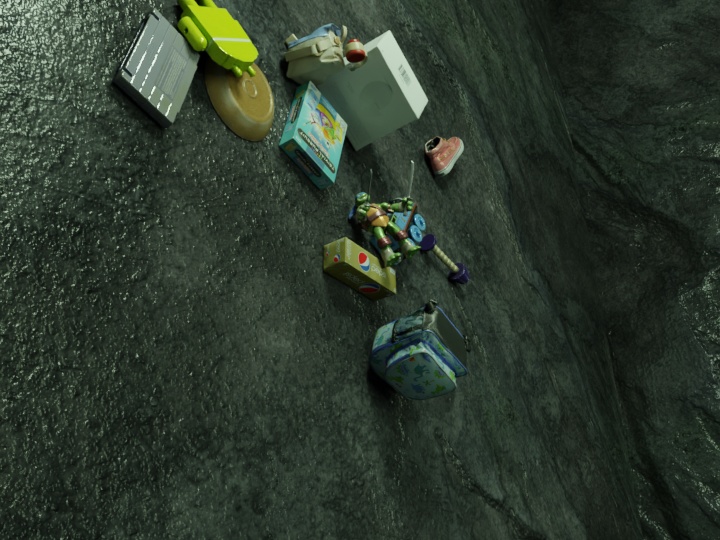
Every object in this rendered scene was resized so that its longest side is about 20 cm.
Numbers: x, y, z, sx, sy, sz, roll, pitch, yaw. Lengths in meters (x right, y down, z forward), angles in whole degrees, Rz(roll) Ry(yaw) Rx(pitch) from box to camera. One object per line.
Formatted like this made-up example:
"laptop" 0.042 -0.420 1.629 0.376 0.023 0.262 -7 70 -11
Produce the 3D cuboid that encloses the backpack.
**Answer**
"backpack" 0.122 0.193 1.694 0.183 0.197 0.149 45 40 -29

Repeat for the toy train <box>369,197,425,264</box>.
"toy train" 0.098 -0.105 1.925 0.115 0.086 0.202 49 38 -20

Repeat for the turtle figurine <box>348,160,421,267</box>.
"turtle figurine" 0.065 -0.126 1.751 0.197 0.199 0.143 59 22 14

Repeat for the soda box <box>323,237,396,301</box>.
"soda box" 0.000 0.000 1.733 0.199 0.067 0.065 33 48 -45

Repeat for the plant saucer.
"plant saucer" -0.241 -0.374 1.595 0.199 0.035 0.205 33 47 -44

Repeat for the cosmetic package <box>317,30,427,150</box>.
"cosmetic package" 0.029 -0.443 1.889 0.201 0.197 0.124 57 32 -20

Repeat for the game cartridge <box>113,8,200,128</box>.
"game cartridge" -0.369 -0.371 1.403 0.130 0.038 0.203 48 38 -38

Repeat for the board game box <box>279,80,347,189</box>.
"board game box" -0.104 -0.314 1.760 0.151 0.046 0.203 44 40 -35

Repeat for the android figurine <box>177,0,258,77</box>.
"android figurine" -0.282 -0.470 1.531 0.202 0.041 0.181 53 31 6

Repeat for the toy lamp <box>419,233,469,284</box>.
"toy lamp" 0.241 -0.026 2.122 0.199 0.057 0.059 40 43 -39

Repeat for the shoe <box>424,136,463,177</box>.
"shoe" 0.254 -0.374 2.312 0.092 0.070 0.201 60 38 -26

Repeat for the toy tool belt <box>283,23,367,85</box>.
"toy tool belt" -0.086 -0.519 1.759 0.124 0.196 0.126 14 63 -62
